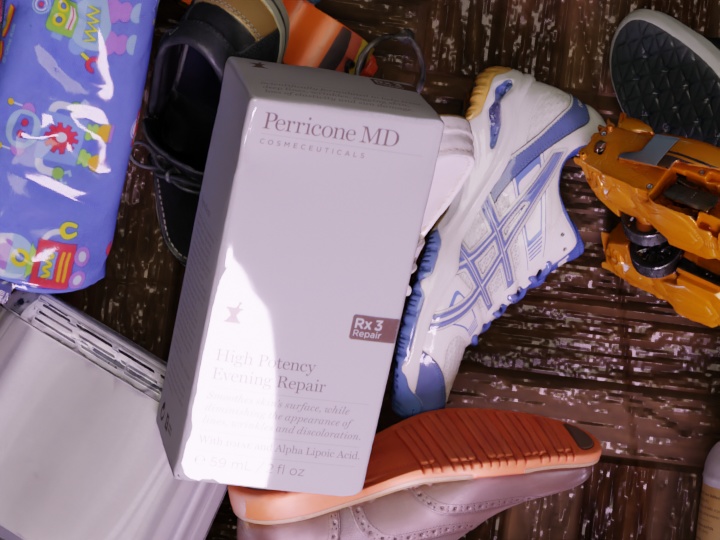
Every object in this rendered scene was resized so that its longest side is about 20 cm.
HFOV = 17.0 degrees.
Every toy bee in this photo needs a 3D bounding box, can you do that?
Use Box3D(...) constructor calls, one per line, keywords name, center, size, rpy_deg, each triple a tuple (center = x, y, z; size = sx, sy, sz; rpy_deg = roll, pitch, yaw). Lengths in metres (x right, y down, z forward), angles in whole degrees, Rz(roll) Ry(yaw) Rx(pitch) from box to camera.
Box3D(name="toy bee", center=(-0.042, -0.122, 1.301), size=(0.131, 0.109, 0.200), rpy_deg=(-39, 67, 9))

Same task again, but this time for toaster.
Box3D(name="toaster", center=(-0.155, 0.094, 1.286), size=(0.200, 0.114, 0.129), rpy_deg=(31, 86, -1))

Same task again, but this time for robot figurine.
Box3D(name="robot figurine", center=(0.209, -0.009, 1.252), size=(0.200, 0.145, 0.058), rpy_deg=(24, 63, 31))

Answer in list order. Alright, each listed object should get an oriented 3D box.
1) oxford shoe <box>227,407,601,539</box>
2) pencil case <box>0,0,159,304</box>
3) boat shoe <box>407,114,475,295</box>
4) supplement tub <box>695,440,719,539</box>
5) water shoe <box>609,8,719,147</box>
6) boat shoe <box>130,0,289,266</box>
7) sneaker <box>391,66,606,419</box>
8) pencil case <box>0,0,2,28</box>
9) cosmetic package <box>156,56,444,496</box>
Box3D(name="oxford shoe", center=(0.031, 0.122, 1.272), size=(0.199, 0.071, 0.073), rpy_deg=(-9, 111, -7))
Box3D(name="pencil case", center=(-0.156, -0.086, 1.228), size=(0.087, 0.078, 0.200), rpy_deg=(10, 107, -13))
Box3D(name="boat shoe", center=(0.000, 0.000, 1.268), size=(0.200, 0.071, 0.069), rpy_deg=(-47, 55, 32))
Box3D(name="supplement tub", center=(0.248, 0.164, 1.277), size=(0.144, 0.145, 0.201), rpy_deg=(7, 91, -1))
Box3D(name="water shoe", center=(0.223, -0.074, 1.319), size=(0.200, 0.079, 0.072), rpy_deg=(43, 129, 18))
Box3D(name="boat shoe", center=(-0.084, -0.068, 1.256), size=(0.075, 0.200, 0.062), rpy_deg=(31, 50, 14))
Box3D(name="sneaker", center=(0.076, -0.007, 1.307), size=(0.088, 0.075, 0.200), rpy_deg=(18, 92, -4))
Box3D(name="pencil case", center=(-0.229, -0.098, 1.293), size=(0.199, 0.091, 0.094), rpy_deg=(-15, 86, -3))
Box3D(name="cosmetic package", center=(-0.032, 0.004, 1.188), size=(0.101, 0.074, 0.200), rpy_deg=(6, 109, -16))
